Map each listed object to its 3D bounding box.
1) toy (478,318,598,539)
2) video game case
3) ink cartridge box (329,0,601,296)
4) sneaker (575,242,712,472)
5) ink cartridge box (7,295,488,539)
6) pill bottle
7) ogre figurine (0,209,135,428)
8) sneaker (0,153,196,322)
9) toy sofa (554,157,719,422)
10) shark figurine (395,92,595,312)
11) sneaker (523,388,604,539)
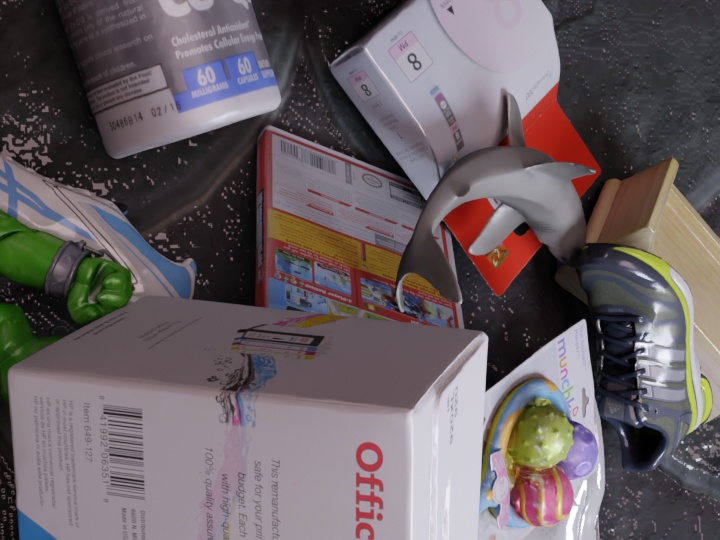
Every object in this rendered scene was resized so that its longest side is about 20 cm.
[{"bbox_3d":[0.104,0.123,0.763,0.200,0.047,0.115,-28,119,-40],"label":"toy"},{"bbox_3d":[0.000,0.000,0.796,0.143,0.017,0.200,20,41,-23],"label":"video game case"},{"bbox_3d":[0.092,-0.111,0.869,0.200,0.057,0.163,51,56,-11],"label":"ink cartridge box"},{"bbox_3d":[0.196,0.064,0.887,0.081,0.074,0.200,-52,129,-33],"label":"sneaker"},{"bbox_3d":[-0.048,0.106,0.630,0.200,0.145,0.147,5,104,17],"label":"ink cartridge box"},{"bbox_3d":[-0.129,-0.178,0.755,0.114,0.114,0.200,-21,98,-22],"label":"pill bottle"},{"bbox_3d":[-0.232,0.034,0.708,0.120,0.200,0.098,50,33,-2],"label":"ogre figurine"},{"bbox_3d":[-0.189,-0.029,0.760,0.200,0.072,0.073,36,48,-15],"label":"sneaker"},{"bbox_3d":[0.245,0.021,0.947,0.200,0.098,0.083,45,49,-17],"label":"toy sofa"},{"bbox_3d":[0.100,-0.049,0.798,0.214,0.089,0.128,-14,101,-50],"label":"shark figurine"},{"bbox_3d":[0.123,0.157,0.896,0.088,0.075,0.200,-1,88,-5],"label":"sneaker"}]
